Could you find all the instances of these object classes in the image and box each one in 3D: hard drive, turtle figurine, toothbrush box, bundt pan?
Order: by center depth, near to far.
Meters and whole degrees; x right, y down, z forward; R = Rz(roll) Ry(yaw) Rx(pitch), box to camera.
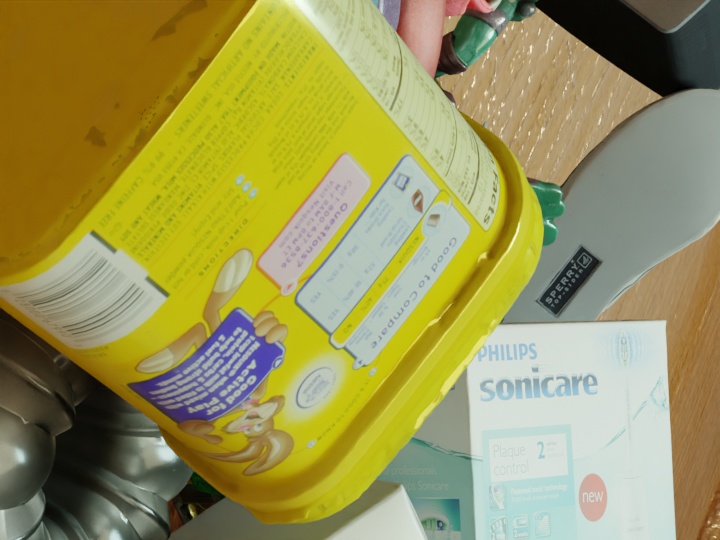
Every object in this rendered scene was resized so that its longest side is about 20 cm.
[{"bbox_3d":[-0.115,0.057,0.798,0.202,0.075,0.203,-50,150,-43],"label":"bundt pan"},{"bbox_3d":[0.068,0.123,1.021,0.146,0.085,0.202,1,85,-46],"label":"toothbrush box"},{"bbox_3d":[0.038,-0.066,1.134,0.201,0.100,0.151,-107,-158,-47],"label":"turtle figurine"},{"bbox_3d":[0.101,-0.166,1.146,0.042,0.200,0.135,-47,160,-5],"label":"hard drive"}]

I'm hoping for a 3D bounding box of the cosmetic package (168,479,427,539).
[{"bbox_3d":[-0.067,0.162,0.862,0.199,0.107,0.085,-34,106,-28],"label":"cosmetic package"}]

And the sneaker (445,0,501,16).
[{"bbox_3d":[0.013,-0.128,0.928,0.074,0.087,0.200,-59,-159,-13],"label":"sneaker"}]

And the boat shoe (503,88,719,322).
[{"bbox_3d":[0.117,-0.013,1.156,0.200,0.072,0.066,-52,-169,3],"label":"boat shoe"}]

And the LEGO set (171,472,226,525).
[{"bbox_3d":[-0.061,0.079,1.030,0.154,0.115,0.201,61,42,-30],"label":"LEGO set"}]

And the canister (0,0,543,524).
[{"bbox_3d":[-0.037,-0.022,0.693,0.149,0.086,0.200,-51,147,-5],"label":"canister"}]

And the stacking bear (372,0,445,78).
[{"bbox_3d":[-0.064,-0.089,0.768,0.114,0.122,0.199,-53,160,25],"label":"stacking bear"}]
